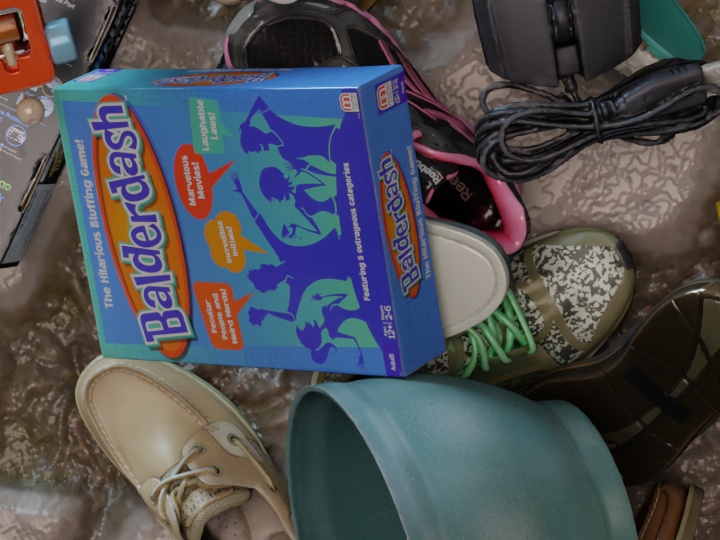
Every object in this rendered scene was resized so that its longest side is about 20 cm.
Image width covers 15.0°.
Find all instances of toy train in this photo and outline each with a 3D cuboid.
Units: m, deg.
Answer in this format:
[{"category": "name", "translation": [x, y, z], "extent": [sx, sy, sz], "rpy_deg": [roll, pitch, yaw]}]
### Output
[{"category": "toy train", "translation": [-0.130, -0.169, 1.396], "extent": [0.199, 0.056, 0.151], "rpy_deg": [-18, 116, 1]}]

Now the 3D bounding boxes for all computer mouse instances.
[{"category": "computer mouse", "translation": [0.103, -0.156, 1.399], "extent": [0.138, 0.053, 0.201], "rpy_deg": [-16, 83, -1]}]

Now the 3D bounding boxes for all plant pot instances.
[{"category": "plant pot", "translation": [0.059, 0.140, 1.396], "extent": [0.133, 0.200, 0.202], "rpy_deg": [-14, 91, -18]}]

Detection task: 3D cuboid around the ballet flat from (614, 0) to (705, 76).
[{"category": "ballet flat", "translation": [0.103, -0.166, 1.468], "extent": [0.072, 0.072, 0.200], "rpy_deg": [-41, 85, 9]}]

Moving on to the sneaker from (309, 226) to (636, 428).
[{"category": "sneaker", "translation": [0.059, 0.043, 1.467], "extent": [0.199, 0.089, 0.077], "rpy_deg": [-30, 89, 10]}]

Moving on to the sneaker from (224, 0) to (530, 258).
[{"category": "sneaker", "translation": [0.016, -0.072, 1.432], "extent": [0.200, 0.095, 0.079], "rpy_deg": [36, 99, -21]}]

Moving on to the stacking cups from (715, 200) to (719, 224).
[{"category": "stacking cups", "translation": [0.290, -0.030, 1.439], "extent": [0.199, 0.060, 0.061], "rpy_deg": [-13, 91, 10]}]

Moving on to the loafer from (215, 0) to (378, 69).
[{"category": "loafer", "translation": [-0.028, -0.123, 1.481], "extent": [0.072, 0.073, 0.201], "rpy_deg": [29, 98, 2]}]

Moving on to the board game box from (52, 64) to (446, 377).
[{"category": "board game box", "translation": [-0.059, -0.027, 1.413], "extent": [0.199, 0.045, 0.153], "rpy_deg": [2, 109, 35]}]

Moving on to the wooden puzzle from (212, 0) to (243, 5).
[{"category": "wooden puzzle", "translation": [-0.110, -0.265, 1.475], "extent": [0.199, 0.046, 0.186], "rpy_deg": [26, 82, 7]}]

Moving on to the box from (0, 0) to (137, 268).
[{"category": "box", "translation": [-0.242, -0.131, 1.523], "extent": [0.199, 0.050, 0.199], "rpy_deg": [25, 93, 5]}]

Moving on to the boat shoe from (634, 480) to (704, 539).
[{"category": "boat shoe", "translation": [0.120, 0.197, 1.475], "extent": [0.068, 0.072, 0.201], "rpy_deg": [25, 97, 6]}]

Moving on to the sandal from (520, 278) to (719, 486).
[{"category": "sandal", "translation": [0.153, 0.052, 1.431], "extent": [0.082, 0.055, 0.200], "rpy_deg": [41, 141, 0]}]

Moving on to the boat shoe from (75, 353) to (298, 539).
[{"category": "boat shoe", "translation": [-0.081, 0.121, 1.505], "extent": [0.072, 0.065, 0.200], "rpy_deg": [-45, 86, 9]}]

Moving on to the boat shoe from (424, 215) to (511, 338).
[{"category": "boat shoe", "translation": [0.000, 0.000, 1.453], "extent": [0.199, 0.062, 0.073], "rpy_deg": [-8, 106, 35]}]
